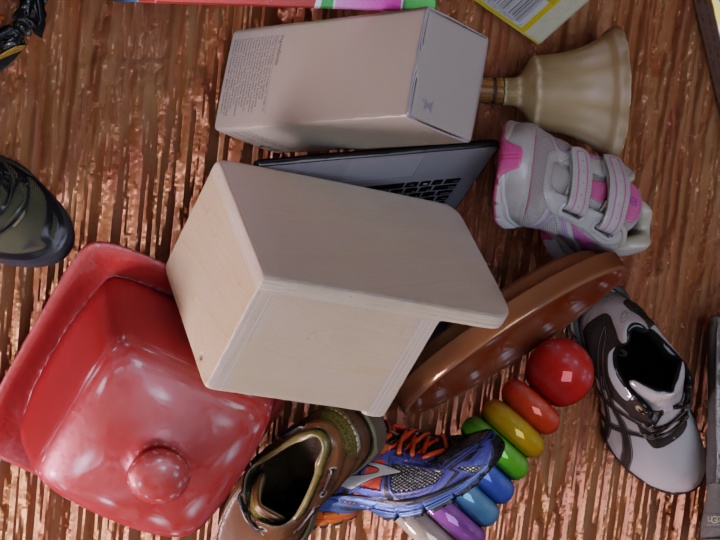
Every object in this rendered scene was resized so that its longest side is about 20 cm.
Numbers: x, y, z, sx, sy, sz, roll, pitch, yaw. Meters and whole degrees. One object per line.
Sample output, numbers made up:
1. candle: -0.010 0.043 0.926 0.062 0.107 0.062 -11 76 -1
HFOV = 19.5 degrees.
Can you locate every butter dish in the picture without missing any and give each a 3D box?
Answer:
1. butter dish: -0.150 0.114 1.510 0.199 0.148 0.201 25 110 -22

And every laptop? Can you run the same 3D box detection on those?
1. laptop: 0.000 0.000 1.569 0.186 0.200 0.117 -6 71 -17

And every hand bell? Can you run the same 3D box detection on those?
1. hand bell: 0.097 -0.137 1.592 0.199 0.104 0.105 1 102 -7

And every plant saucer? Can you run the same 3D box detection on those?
1. plant saucer: 0.109 0.042 1.579 0.200 0.200 0.032 -31 80 -9

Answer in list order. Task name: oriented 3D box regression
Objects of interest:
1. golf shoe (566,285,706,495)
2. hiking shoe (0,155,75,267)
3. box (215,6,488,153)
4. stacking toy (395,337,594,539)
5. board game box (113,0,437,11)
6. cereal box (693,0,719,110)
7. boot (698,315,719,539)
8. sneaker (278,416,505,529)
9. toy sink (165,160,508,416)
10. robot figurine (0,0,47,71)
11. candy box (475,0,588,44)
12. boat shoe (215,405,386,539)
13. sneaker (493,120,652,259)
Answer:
1. golf shoe: 0.231 0.108 1.679 0.078 0.094 0.201 -35 112 -9
2. hiking shoe: -0.283 -0.058 1.466 0.200 0.101 0.076 34 91 -22
3. box: -0.009 -0.131 1.477 0.068 0.199 0.083 20 78 -43
4. stacking toy: 0.111 0.138 1.649 0.085 0.085 0.200 43 88 -22
5. board game box: -0.063 -0.206 1.475 0.199 0.153 0.041 0 98 -17
6. cereal box: 0.355 -0.158 1.685 0.143 0.040 0.201 -22 108 -12
7. boot: 0.328 0.142 1.731 0.182 0.072 0.201 19 68 -59
8. sneaker: 0.015 0.143 1.581 0.199 0.075 0.079 -12 103 27
9. toy sink: -0.019 0.019 1.482 0.199 0.131 0.112 9 126 -29
10. robot figurine: -0.268 -0.234 1.452 0.144 0.058 0.201 21 95 -20
11. candy box: 0.090 -0.254 1.554 0.199 0.026 0.102 32 129 -22
12. boat shoe: -0.063 0.163 1.563 0.068 0.072 0.200 -21 155 -50
13. sneaker: 0.162 -0.060 1.569 0.200 0.088 0.082 24 70 -59
